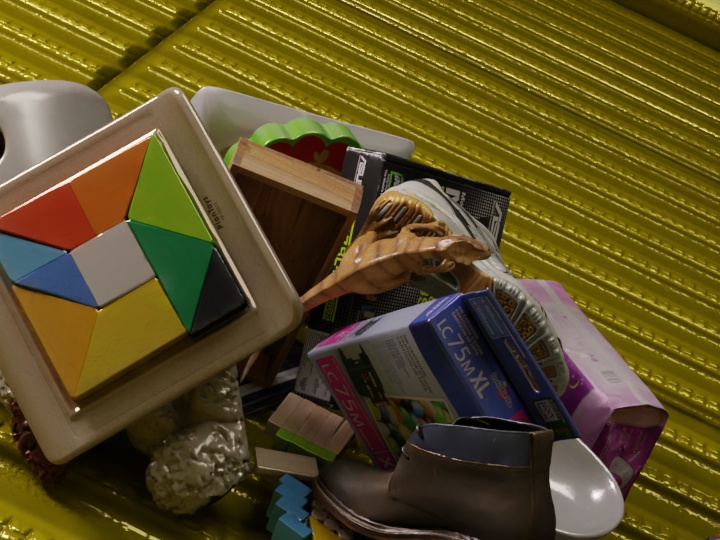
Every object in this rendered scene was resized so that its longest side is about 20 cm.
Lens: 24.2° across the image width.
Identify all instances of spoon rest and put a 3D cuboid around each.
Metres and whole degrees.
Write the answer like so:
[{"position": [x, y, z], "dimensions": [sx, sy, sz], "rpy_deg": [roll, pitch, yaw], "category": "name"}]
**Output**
[{"position": [0.119, 0.128, 1.262], "dimensions": [0.099, 0.061, 0.200], "rpy_deg": [-10, 42, -36], "category": "spoon rest"}]

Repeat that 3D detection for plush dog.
[{"position": [-0.174, 0.067, 1.183], "dimensions": [0.170, 0.162, 0.200], "rpy_deg": [-8, 29, -7], "category": "plush dog"}]

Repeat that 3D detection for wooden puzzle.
[{"position": [-0.163, 0.001, 1.109], "dimensions": [0.186, 0.199, 0.037], "rpy_deg": [60, 0, 10], "category": "wooden puzzle"}]

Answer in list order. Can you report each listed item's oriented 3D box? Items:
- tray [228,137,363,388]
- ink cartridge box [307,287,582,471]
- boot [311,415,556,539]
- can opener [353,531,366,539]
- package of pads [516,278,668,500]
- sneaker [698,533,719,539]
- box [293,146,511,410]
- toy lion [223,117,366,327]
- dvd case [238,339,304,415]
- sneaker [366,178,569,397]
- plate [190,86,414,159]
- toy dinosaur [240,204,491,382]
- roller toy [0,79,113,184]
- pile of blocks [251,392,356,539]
[{"position": [-0.079, -0.002, 1.271], "dimensions": [0.098, 0.201, 0.037], "rpy_deg": [21, 40, -8], "category": "tray"}, {"position": [0.051, 0.083, 1.125], "dimensions": [0.042, 0.199, 0.120], "rpy_deg": [-37, 99, -33], "category": "ink cartridge box"}, {"position": [0.049, 0.128, 1.078], "dimensions": [0.199, 0.098, 0.074], "rpy_deg": [15, 12, 42], "category": "boot"}, {"position": [0.058, 0.156, 1.288], "dimensions": [0.199, 0.067, 0.053], "rpy_deg": [-3, 35, -47], "category": "can opener"}, {"position": [0.170, 0.106, 1.432], "dimensions": [0.075, 0.121, 0.200], "rpy_deg": [9, 28, -31], "category": "package of pads"}, {"position": [0.246, 0.266, 1.263], "dimensions": [0.199, 0.079, 0.096], "rpy_deg": [-7, 57, -46], "category": "sneaker"}, {"position": [0.037, 0.016, 1.357], "dimensions": [0.047, 0.202, 0.192], "rpy_deg": [13, 0, 39], "category": "box"}, {"position": [-0.038, -0.026, 1.372], "dimensions": [0.198, 0.193, 0.069], "rpy_deg": [16, 23, -29], "category": "toy lion"}, {"position": [-0.132, 0.048, 1.391], "dimensions": [0.199, 0.016, 0.148], "rpy_deg": [35, 24, 23], "category": "dvd case"}, {"position": [0.093, 0.009, 1.261], "dimensions": [0.201, 0.075, 0.088], "rpy_deg": [51, 28, -2], "category": "sneaker"}, {"position": [-0.080, -0.056, 1.413], "dimensions": [0.198, 0.200, 0.033], "rpy_deg": [13, 46, -25], "category": "plate"}, {"position": [0.000, 0.000, 1.184], "dimensions": [0.061, 0.199, 0.106], "rpy_deg": [61, 27, -7], "category": "toy dinosaur"}, {"position": [-0.259, -0.045, 1.233], "dimensions": [0.198, 0.182, 0.141], "rpy_deg": [-12, 80, -32], "category": "roller toy"}, {"position": [-0.042, 0.170, 1.163], "dimensions": [0.081, 0.063, 0.201], "rpy_deg": [13, 30, -13], "category": "pile of blocks"}]
